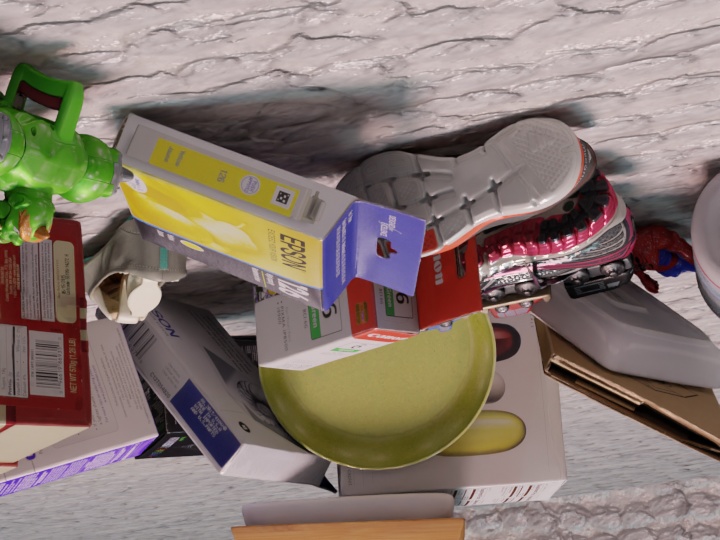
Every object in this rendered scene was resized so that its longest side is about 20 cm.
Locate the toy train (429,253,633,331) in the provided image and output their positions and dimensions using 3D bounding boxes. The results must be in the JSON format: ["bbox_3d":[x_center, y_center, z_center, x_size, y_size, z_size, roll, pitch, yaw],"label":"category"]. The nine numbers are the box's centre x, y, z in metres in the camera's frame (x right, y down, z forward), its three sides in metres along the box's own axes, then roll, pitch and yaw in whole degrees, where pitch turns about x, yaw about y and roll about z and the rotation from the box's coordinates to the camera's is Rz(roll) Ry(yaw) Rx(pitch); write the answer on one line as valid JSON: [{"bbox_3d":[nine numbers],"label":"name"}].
[{"bbox_3d":[0.116,0.014,1.486,0.198,0.034,0.046,-13,146,17],"label":"toy train"}]

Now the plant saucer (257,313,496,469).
[{"bbox_3d":[0.013,0.069,1.602,0.198,0.202,0.031,-5,-161,0],"label":"plant saucer"}]

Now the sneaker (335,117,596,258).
[{"bbox_3d":[0.075,-0.050,1.326,0.198,0.078,0.082,-11,173,29],"label":"sneaker"}]

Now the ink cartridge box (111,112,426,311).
[{"bbox_3d":[-0.059,-0.025,1.271,0.198,0.047,0.198,23,166,5],"label":"ink cartridge box"}]

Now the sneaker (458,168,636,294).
[{"bbox_3d":[0.109,-0.013,1.431,0.198,0.081,0.075,-13,146,30],"label":"sneaker"}]

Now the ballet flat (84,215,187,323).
[{"bbox_3d":[-0.180,0.009,1.484,0.067,0.064,0.200,0,166,-20],"label":"ballet flat"}]

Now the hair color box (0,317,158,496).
[{"bbox_3d":[-0.276,0.118,1.548,0.198,0.110,0.065,-14,166,-28],"label":"hair color box"}]

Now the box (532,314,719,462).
[{"bbox_3d":[0.216,0.081,1.539,0.162,0.021,0.200,26,-166,-4],"label":"box"}]

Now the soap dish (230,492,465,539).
[{"bbox_3d":[-0.007,0.245,1.669,0.198,0.082,0.157,-2,166,2],"label":"soap dish"}]

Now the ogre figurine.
[{"bbox_3d":[-0.216,-0.071,1.096,0.119,0.099,0.200,8,158,27],"label":"ogre figurine"}]

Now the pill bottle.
[{"bbox_3d":[0.313,-0.011,1.490,0.108,0.110,0.200,-7,167,10],"label":"pill bottle"}]

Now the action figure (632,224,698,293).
[{"bbox_3d":[0.266,-0.007,1.630,0.065,0.052,0.199,-9,165,38],"label":"action figure"}]

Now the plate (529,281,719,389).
[{"bbox_3d":[0.200,0.030,1.580,0.199,0.033,0.199,11,-159,-46],"label":"plate"}]

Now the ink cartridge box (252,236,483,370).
[{"bbox_3d":[0.000,0.000,1.417,0.050,0.110,0.199,7,162,-42],"label":"ink cartridge box"}]

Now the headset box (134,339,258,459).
[{"bbox_3d":[-0.121,0.131,1.946,0.198,0.094,0.174,-1,166,-19],"label":"headset box"}]

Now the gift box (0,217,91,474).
[{"bbox_3d":[-0.300,0.065,1.418,0.199,0.187,0.186,13,157,-35],"label":"gift box"}]

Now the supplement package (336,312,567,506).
[{"bbox_3d":[0.073,0.112,1.724,0.198,0.193,0.147,-4,167,-2],"label":"supplement package"}]

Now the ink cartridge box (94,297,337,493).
[{"bbox_3d":[-0.112,0.104,1.662,0.041,0.200,0.200,-48,152,12],"label":"ink cartridge box"}]
